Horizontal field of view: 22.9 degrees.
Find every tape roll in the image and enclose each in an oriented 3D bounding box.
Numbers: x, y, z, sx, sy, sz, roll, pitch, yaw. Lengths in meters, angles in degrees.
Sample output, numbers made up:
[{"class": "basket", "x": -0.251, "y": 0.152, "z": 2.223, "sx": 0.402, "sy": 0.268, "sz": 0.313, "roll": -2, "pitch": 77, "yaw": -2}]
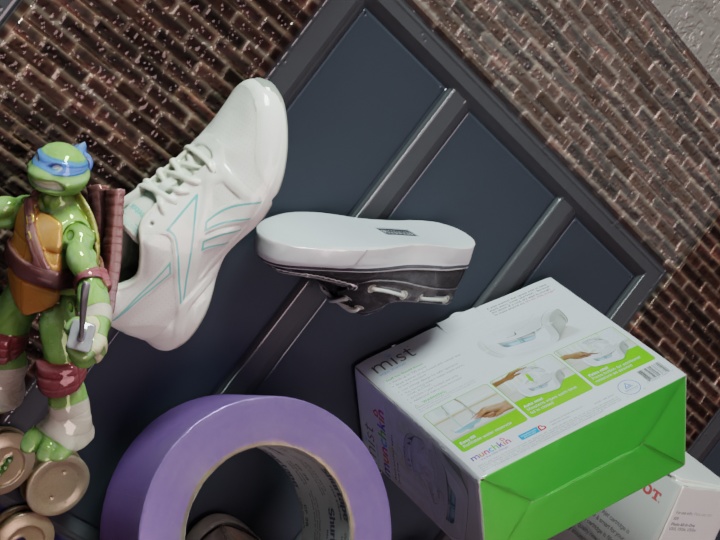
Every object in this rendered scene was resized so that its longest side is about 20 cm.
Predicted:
[{"class": "tape roll", "x": -0.082, "y": 0.191, "z": 1.282, "sx": 0.198, "sy": 0.085, "sz": 0.203, "roll": 1, "pitch": 88, "yaw": -27}]

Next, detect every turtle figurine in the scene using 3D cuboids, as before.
[{"class": "turtle figurine", "x": -0.223, "y": 0.027, "z": 1.104, "sx": 0.142, "sy": 0.201, "sz": 0.196, "roll": 7, "pitch": 120, "yaw": -2}]

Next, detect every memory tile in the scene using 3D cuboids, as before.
[{"class": "memory tile", "x": -0.288, "y": 0.195, "z": 1.233, "sx": 0.153, "sy": 0.017, "sz": 0.201, "roll": 29, "pitch": 95, "yaw": -43}]

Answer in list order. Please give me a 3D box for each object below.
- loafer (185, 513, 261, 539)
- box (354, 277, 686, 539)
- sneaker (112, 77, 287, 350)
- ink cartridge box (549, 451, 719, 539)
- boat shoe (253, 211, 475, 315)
[{"class": "loafer", "x": -0.062, "y": 0.258, "z": 1.408, "sx": 0.072, "sy": 0.063, "sz": 0.200, "roll": -52, "pitch": 133, "yaw": -1}, {"class": "box", "x": 0.123, "y": 0.111, "z": 1.386, "sx": 0.198, "sy": 0.176, "sz": 0.098, "roll": -24, "pitch": 127, "yaw": -25}, {"class": "sneaker", "x": -0.116, "y": -0.041, "z": 1.193, "sx": 0.080, "sy": 0.070, "sz": 0.202, "roll": 22, "pitch": 101, "yaw": -39}, {"class": "ink cartridge box", "x": 0.220, "y": 0.240, "z": 1.554, "sx": 0.083, "sy": 0.146, "sz": 0.202, "roll": 11, "pitch": 108, "yaw": -39}, {"class": "boat shoe", "x": 0.000, "y": 0.000, "z": 1.308, "sx": 0.199, "sy": 0.071, "sz": 0.068, "roll": 0, "pitch": 114, "yaw": -45}]
